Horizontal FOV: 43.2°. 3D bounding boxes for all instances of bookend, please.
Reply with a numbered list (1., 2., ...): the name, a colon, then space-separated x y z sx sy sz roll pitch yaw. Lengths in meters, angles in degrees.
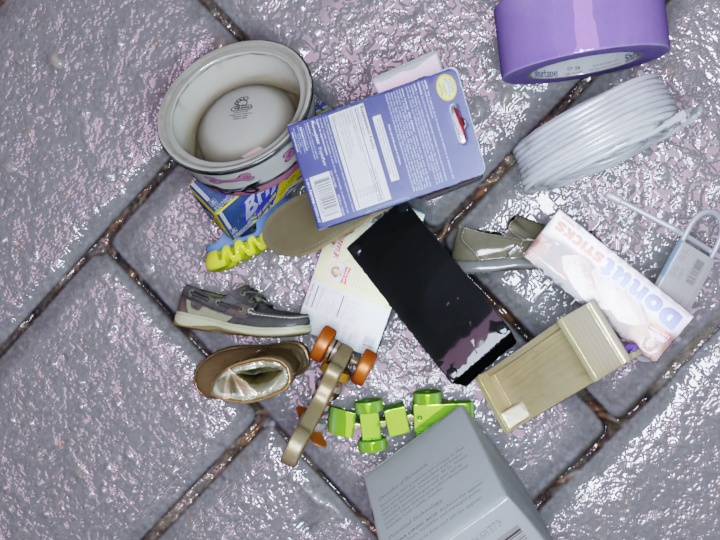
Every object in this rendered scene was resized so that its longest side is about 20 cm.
1. bookend: 0.095 0.036 1.125 0.092 0.200 0.200 -39 76 4

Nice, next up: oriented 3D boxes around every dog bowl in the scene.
1. dog bowl: -0.142 -0.179 1.102 0.196 0.074 0.203 -8 58 12

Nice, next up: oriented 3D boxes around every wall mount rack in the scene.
1. wall mount rack: 0.350 0.000 1.112 0.172 0.074 0.203 24 95 -28

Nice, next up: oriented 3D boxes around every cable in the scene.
1. cable: 0.277 -0.158 1.078 0.197 0.200 0.070 -21 85 -13

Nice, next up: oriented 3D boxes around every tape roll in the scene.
1. tape roll: 0.260 -0.283 1.075 0.196 0.200 0.087 -7 92 6

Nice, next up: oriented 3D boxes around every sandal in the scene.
1. sandal: -0.019 -0.065 1.108 0.209 0.069 0.079 -25 65 30
2. sandal: -0.125 -0.071 1.189 0.197 0.079 0.088 -22 86 5

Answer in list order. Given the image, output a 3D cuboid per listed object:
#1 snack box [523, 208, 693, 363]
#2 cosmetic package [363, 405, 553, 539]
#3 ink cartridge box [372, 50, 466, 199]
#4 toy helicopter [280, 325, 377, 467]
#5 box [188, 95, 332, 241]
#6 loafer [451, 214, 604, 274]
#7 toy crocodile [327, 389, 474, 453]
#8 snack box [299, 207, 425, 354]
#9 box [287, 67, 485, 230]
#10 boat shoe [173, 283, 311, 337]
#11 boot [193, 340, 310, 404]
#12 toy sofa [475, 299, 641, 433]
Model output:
1. snack box: 0.292 0.017 1.080 0.199 0.024 0.072 40 98 9
2. cosmetic package: 0.124 0.310 1.093 0.164 0.200 0.166 -36 112 6
3. ink cartridge box: 0.087 -0.167 1.100 0.082 0.200 0.147 -20 90 10
4. toy helicopter: -0.057 0.173 1.125 0.078 0.201 0.133 28 125 3
5. box: -0.116 -0.136 1.151 0.200 0.065 0.070 -43 59 -10
6. loafer: 0.209 -0.037 1.152 0.196 0.075 0.071 -5 93 4
7. toy crocodile: 0.053 0.194 1.192 0.196 0.062 0.069 -7 93 2
8. snack box: 0.000 0.000 1.196 0.114 0.037 0.203 20 95 5
9. box: 0.029 -0.132 0.994 0.197 0.032 0.123 -17 91 14
10. boat shoe: -0.156 0.051 1.187 0.197 0.072 0.067 3 88 24
11. boot: -0.152 0.130 1.136 0.172 0.200 0.067 -18 90 6
12. toy sofa: 0.238 0.115 1.105 0.097 0.200 0.084 -22 74 -34
